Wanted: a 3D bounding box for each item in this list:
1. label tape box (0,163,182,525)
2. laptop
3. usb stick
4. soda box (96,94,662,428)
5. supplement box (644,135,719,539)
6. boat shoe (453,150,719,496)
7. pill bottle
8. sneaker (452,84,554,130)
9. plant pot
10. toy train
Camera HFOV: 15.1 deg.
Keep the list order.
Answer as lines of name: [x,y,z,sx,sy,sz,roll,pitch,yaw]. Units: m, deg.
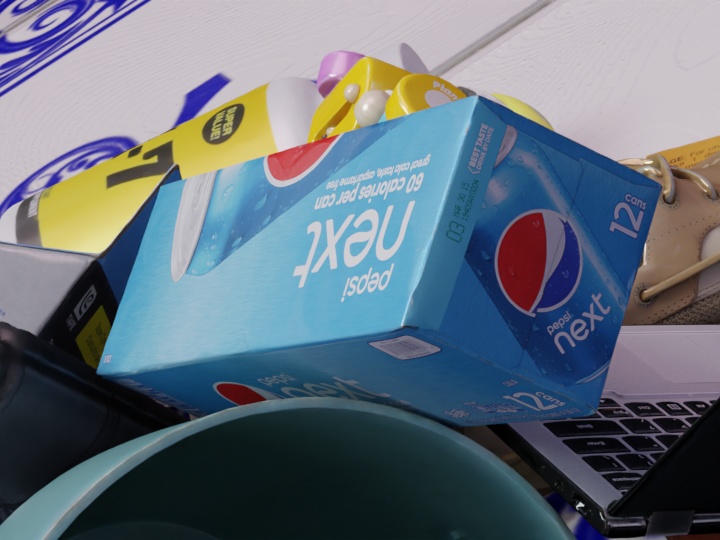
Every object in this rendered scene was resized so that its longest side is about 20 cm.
label tape box: [-0.137,0.051,0.935,0.200,0.063,0.144,-55,-13,-15]
laptop: [0.145,0.010,0.768,0.187,0.116,0.200,1,22,-28]
usb stick: [-0.077,0.068,0.893,0.055,0.200,0.033,-47,54,6]
soda box: [-0.002,0.005,0.779,0.200,0.064,0.068,-10,59,61]
supplement box: [0.138,0.021,0.974,0.069,0.067,0.200,-21,26,18]
boat shoe: [0.101,-0.005,0.905,0.200,0.065,0.071,-39,26,-20]
pill bottle: [-0.050,-0.017,1.199,0.200,0.114,0.114,-25,25,11]
sneaker: [0.051,-0.017,1.058,0.200,0.090,0.078,137,139,-70]
plant pot: [-0.043,0.139,0.804,0.200,0.201,0.161,-39,12,-20]
toy train: [0.000,0.000,0.957,0.200,0.055,0.151,-162,92,-74]
